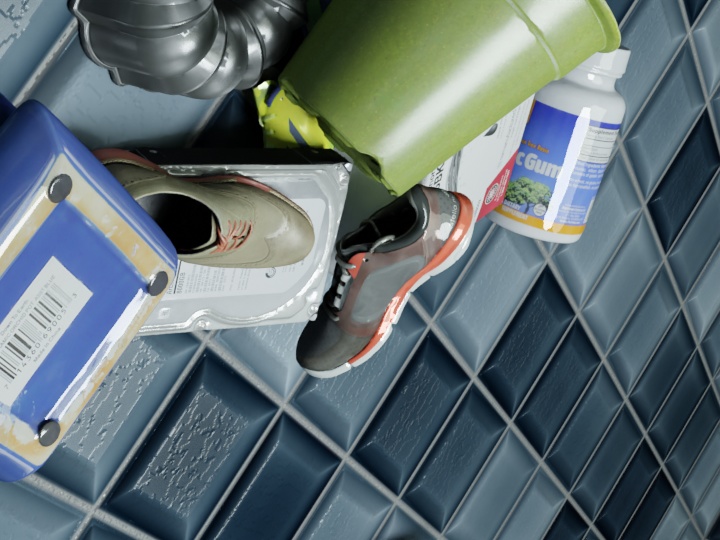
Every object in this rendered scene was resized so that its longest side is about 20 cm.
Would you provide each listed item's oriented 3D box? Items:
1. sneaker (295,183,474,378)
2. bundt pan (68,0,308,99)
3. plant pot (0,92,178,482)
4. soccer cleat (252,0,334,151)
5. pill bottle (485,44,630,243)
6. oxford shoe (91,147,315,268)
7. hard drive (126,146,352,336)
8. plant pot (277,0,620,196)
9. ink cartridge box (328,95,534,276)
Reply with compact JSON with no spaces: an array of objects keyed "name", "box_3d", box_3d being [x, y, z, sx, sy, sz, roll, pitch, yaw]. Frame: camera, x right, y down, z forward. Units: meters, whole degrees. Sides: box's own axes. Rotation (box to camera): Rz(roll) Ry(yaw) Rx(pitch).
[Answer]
[{"name":"sneaker","box_3d":[0.000,0.000,1.149,0.082,0.077,0.200,25,114,-39]},{"name":"bundt pan","box_3d":[-0.095,-0.204,0.966,0.202,0.076,0.202,-37,140,-38]},{"name":"plant pot","box_3d":[-0.233,-0.006,0.806,0.200,0.180,0.200,-55,150,-13]},{"name":"soccer cleat","box_3d":[-0.056,-0.122,1.115,0.084,0.065,0.200,-7,120,-38]},{"name":"pill bottle","box_3d":[0.198,-0.138,1.437,0.112,0.112,0.200,-9,120,-55]},{"name":"oxford shoe","box_3d":[-0.104,-0.027,0.990,0.200,0.075,0.070,10,110,-40]},{"name":"hard drive","box_3d":[-0.108,-0.022,1.069,0.200,0.038,0.140,-2,117,-35]},{"name":"plant pot","box_3d":[0.048,-0.159,1.022,0.190,0.200,0.200,-47,149,-1]},{"name":"ink cartridge box","box_3d":[0.052,-0.086,1.260,0.200,0.083,0.147,-37,152,-37]}]
